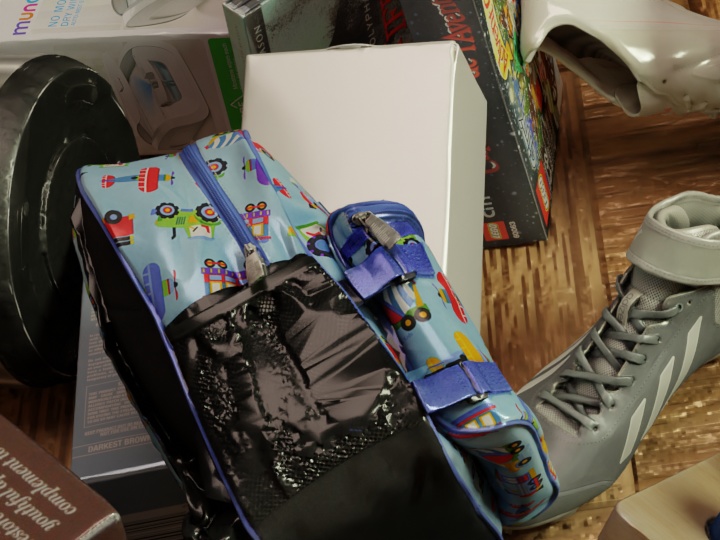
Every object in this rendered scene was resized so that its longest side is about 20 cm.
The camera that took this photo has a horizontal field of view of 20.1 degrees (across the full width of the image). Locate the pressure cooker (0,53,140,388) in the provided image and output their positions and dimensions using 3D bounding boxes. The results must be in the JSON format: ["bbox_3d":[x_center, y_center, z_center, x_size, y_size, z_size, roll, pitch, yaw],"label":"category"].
[{"bbox_3d":[-0.232,-0.025,1.054,0.200,0.179,0.176,2,19,19],"label":"pressure cooker"}]

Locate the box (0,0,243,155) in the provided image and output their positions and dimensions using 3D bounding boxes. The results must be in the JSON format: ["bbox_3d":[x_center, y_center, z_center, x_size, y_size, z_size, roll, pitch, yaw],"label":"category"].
[{"bbox_3d":[-0.114,-0.165,1.232,0.176,0.097,0.200,0,44,13],"label":"box"}]

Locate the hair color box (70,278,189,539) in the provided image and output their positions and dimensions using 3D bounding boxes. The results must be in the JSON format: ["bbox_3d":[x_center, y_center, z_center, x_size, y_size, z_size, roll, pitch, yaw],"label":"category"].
[{"bbox_3d":[-0.093,0.056,0.977,0.061,0.099,0.200,-11,41,6],"label":"hair color box"}]

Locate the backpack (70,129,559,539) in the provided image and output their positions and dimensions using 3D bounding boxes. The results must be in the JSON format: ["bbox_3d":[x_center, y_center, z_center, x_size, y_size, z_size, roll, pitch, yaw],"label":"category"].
[{"bbox_3d":[-0.027,0.030,0.821,0.135,0.183,0.200,-31,63,-1],"label":"backpack"}]

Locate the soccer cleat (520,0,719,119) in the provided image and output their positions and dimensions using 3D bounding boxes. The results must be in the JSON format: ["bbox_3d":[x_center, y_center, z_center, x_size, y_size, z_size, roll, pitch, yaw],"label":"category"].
[{"bbox_3d":[0.176,-0.105,1.070,0.200,0.069,0.078,21,64,-5],"label":"soccer cleat"}]

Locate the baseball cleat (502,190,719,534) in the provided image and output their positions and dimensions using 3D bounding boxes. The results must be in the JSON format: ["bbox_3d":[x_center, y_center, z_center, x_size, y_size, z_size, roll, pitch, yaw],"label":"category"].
[{"bbox_3d":[0.119,0.030,0.938,0.070,0.106,0.200,31,60,33],"label":"baseball cleat"}]

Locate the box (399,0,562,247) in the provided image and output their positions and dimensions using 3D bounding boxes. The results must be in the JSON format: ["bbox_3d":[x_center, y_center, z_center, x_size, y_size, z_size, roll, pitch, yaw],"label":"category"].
[{"bbox_3d":[0.063,-0.131,1.061,0.038,0.200,0.137,-8,42,16],"label":"box"}]

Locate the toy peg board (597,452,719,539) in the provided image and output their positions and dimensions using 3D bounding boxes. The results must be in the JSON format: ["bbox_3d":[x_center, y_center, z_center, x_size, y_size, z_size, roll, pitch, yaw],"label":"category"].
[{"bbox_3d":[0.226,0.097,0.716,0.200,0.098,0.199,39,31,26],"label":"toy peg board"}]

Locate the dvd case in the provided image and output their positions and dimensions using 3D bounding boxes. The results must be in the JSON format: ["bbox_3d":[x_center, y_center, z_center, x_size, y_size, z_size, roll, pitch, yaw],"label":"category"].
[{"bbox_3d":[0.015,-0.140,1.127,0.200,0.146,0.022,-36,51,-23],"label":"dvd case"}]

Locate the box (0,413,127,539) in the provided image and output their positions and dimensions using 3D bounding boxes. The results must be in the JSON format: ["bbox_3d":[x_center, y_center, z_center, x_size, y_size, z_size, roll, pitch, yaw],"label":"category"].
[{"bbox_3d":[-0.177,0.169,0.801,0.164,0.200,0.166,-37,46,-24],"label":"box"}]

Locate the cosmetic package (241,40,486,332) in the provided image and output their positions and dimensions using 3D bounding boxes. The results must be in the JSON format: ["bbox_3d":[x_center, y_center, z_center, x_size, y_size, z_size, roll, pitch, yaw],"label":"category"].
[{"bbox_3d":[0.000,0.000,0.958,0.108,0.085,0.200,0,73,16],"label":"cosmetic package"}]
